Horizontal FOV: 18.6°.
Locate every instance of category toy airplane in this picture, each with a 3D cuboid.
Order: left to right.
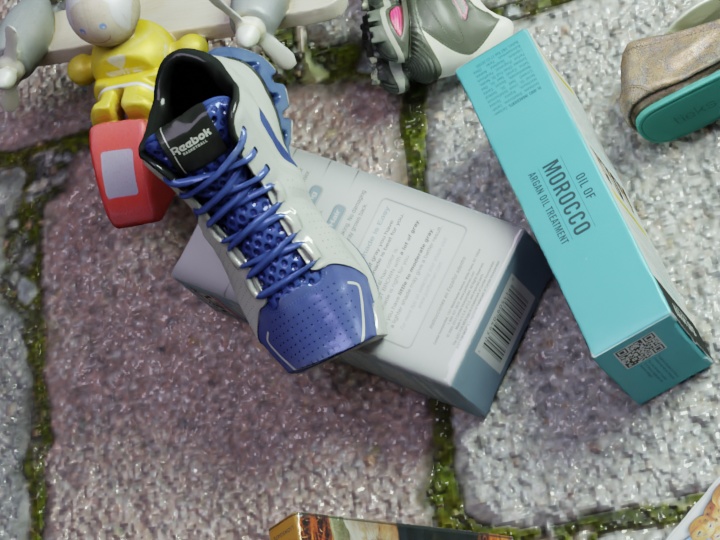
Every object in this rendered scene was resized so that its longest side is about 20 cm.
[{"bbox_3d":[-0.129,-0.149,1.342,0.200,0.141,0.199,-46,57,1],"label":"toy airplane"}]

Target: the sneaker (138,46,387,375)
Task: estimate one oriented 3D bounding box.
[{"bbox_3d":[-0.068,-0.039,1.196,0.080,0.115,0.200,-28,75,16],"label":"sneaker"}]

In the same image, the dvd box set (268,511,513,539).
[{"bbox_3d":[0.031,0.225,1.108,0.029,0.146,0.201,-38,50,45],"label":"dvd box set"}]

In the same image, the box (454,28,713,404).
[{"bbox_3d":[0.122,-0.031,1.209,0.049,0.082,0.201,-30,59,12],"label":"box"}]

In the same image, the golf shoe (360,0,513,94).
[{"bbox_3d":[0.032,-0.200,1.342,0.088,0.077,0.201,-11,65,-2],"label":"golf shoe"}]

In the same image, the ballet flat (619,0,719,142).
[{"bbox_3d":[0.233,-0.136,1.215,0.199,0.068,0.068,-18,55,15],"label":"ballet flat"}]

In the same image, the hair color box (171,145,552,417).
[{"bbox_3d":[0.000,0.000,1.265,0.199,0.061,0.099,21,79,30],"label":"hair color box"}]

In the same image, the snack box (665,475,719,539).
[{"bbox_3d":[0.199,0.146,1.130,0.072,0.024,0.200,40,88,32],"label":"snack box"}]
